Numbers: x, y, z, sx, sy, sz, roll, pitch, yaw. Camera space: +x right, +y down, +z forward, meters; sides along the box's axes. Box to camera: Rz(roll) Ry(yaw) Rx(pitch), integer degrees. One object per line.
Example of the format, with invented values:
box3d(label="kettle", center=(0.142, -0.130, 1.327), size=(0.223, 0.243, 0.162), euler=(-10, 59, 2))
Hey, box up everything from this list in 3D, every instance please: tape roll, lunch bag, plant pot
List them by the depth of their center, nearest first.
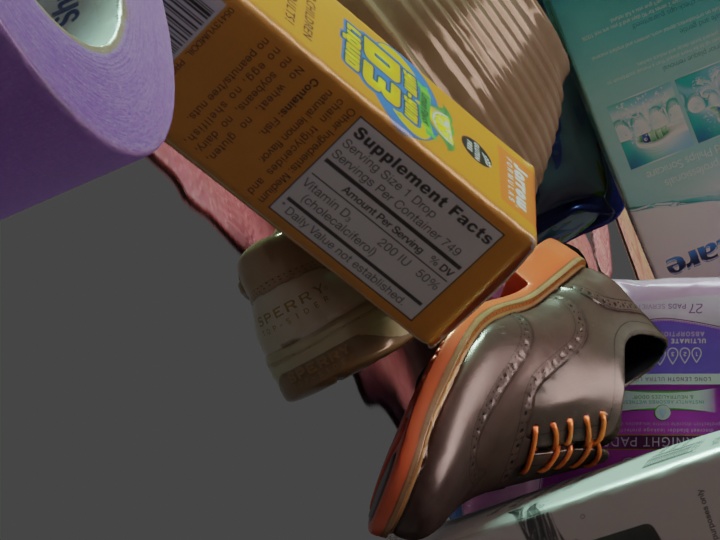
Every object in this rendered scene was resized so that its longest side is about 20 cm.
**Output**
box3d(label="tape roll", center=(-0.127, -0.114, 0.751), size=(0.201, 0.065, 0.200), euler=(61, 14, -27))
box3d(label="plant pot", center=(0.030, -0.104, 1.179), size=(0.201, 0.093, 0.201), euler=(52, -2, 3))
box3d(label="lunch bag", center=(0.061, -0.086, 1.374), size=(0.200, 0.127, 0.171), euler=(41, 29, -85))

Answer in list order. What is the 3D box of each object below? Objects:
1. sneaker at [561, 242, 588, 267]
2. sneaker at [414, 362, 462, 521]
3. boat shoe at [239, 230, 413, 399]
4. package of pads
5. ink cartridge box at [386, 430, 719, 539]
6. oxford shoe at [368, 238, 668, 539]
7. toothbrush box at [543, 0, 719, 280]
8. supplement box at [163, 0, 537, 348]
box3d(label="sneaker", center=(0.095, 0.026, 1.316), size=(0.200, 0.075, 0.116), euler=(-88, -173, -61))
box3d(label="sneaker", center=(0.081, 0.133, 1.194), size=(0.078, 0.066, 0.201), euler=(-60, 127, -75))
box3d(label="boat shoe", center=(0.000, 0.000, 1.045), size=(0.065, 0.071, 0.200), euler=(61, 12, 0))
box3d(label="package of pads", center=(0.145, 0.066, 1.127), size=(0.076, 0.199, 0.121), euler=(44, 46, -72))
box3d(label="ink cartridge box", center=(0.105, 0.120, 1.017), size=(0.146, 0.199, 0.084), euler=(-4, 75, -76))
box3d(label="oxford shoe", center=(0.066, 0.052, 1.018), size=(0.072, 0.071, 0.200), euler=(30, 37, 11))
box3d(label="toothbrush box", center=(0.146, -0.096, 1.238), size=(0.146, 0.085, 0.201), euler=(-82, 149, -77))
box3d(label="supplement box", center=(-0.027, -0.063, 0.922), size=(0.200, 0.069, 0.067), euler=(40, 24, -20))
